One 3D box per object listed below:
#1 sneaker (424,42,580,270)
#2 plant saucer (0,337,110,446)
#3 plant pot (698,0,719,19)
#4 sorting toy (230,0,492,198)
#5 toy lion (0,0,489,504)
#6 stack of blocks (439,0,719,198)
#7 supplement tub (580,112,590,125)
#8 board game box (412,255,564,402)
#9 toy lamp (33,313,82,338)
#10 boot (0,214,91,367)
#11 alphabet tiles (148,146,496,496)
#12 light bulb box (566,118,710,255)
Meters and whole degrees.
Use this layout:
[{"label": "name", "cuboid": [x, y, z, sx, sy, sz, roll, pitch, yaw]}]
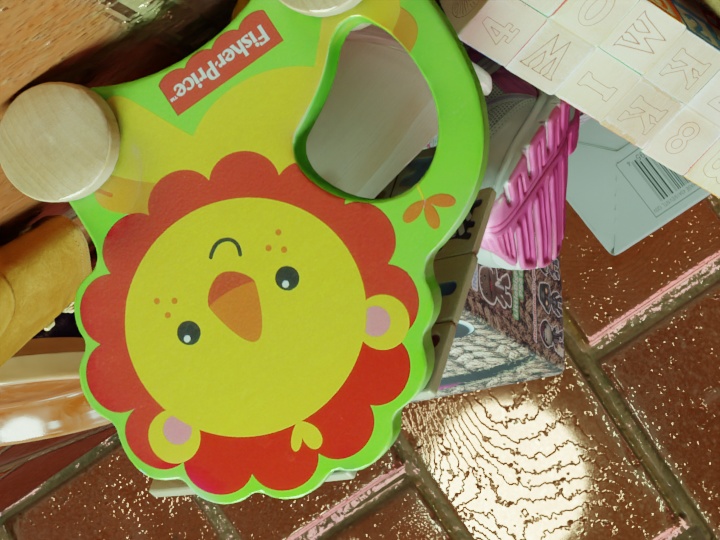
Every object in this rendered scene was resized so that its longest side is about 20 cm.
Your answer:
[{"label": "sneaker", "cuboid": [0.059, -0.064, 0.859, 0.088, 0.082, 0.200, 4, -152, 10]}, {"label": "plant saucer", "cuboid": [-0.219, 0.075, 1.080, 0.199, 0.033, 0.200, -11, 166, -3]}, {"label": "plant pot", "cuboid": [0.203, -0.168, 0.757, 0.186, 0.200, 0.186, -35, 178, -2]}, {"label": "sorting toy", "cuboid": [-0.055, -0.055, 0.835, 0.200, 0.107, 0.180, -45, -170, 1]}, {"label": "toy lion", "cuboid": [-0.032, -0.017, 0.691, 0.200, 0.192, 0.069, -35, 177, 9]}, {"label": "stack of blocks", "cuboid": [0.119, -0.114, 0.802, 0.199, 0.115, 0.059, 26, 119, -33]}, {"label": "supplement tub", "cuboid": [0.127, -0.147, 1.151, 0.107, 0.107, 0.200, -31, 177, -43]}, {"label": "board game box", "cuboid": [0.000, 0.000, 0.984, 0.159, 0.097, 0.200, -14, 156, 29]}, {"label": "toy lamp", "cuboid": [-0.126, -0.011, 1.086, 0.200, 0.058, 0.058, -37, 176, 11]}, {"label": "boot", "cuboid": [-0.193, 0.020, 0.854, 0.144, 0.071, 0.201, -39, -178, -15]}, {"label": "alphabet tiles", "cuboid": [-0.026, 0.022, 0.793, 0.199, 0.006, 0.167, -12, -130, 45]}, {"label": "light bulb box", "cuboid": [0.249, -0.142, 1.266, 0.198, 0.125, 0.200, -37, -178, 45]}]
